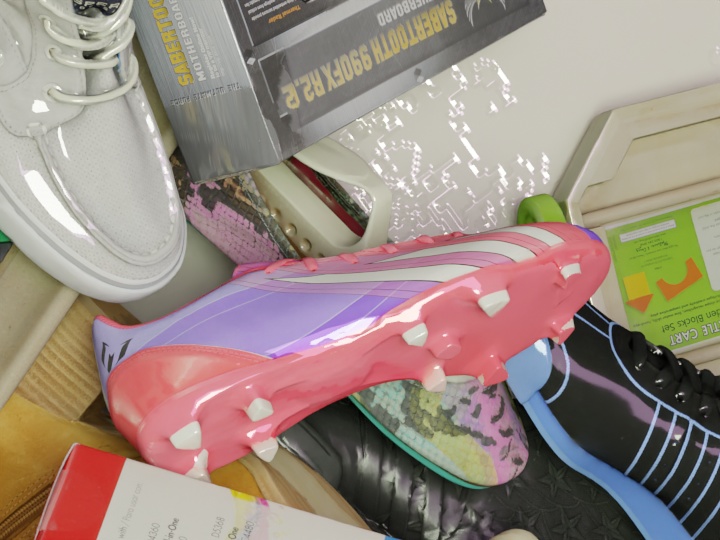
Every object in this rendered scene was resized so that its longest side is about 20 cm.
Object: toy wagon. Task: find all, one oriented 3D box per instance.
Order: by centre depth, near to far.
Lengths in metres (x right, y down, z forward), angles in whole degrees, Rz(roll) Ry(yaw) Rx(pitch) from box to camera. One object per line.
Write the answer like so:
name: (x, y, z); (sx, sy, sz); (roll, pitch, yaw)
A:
toy wagon: (0.156, 0.022, 1.268); (0.155, 0.040, 0.200); (-15, 90, -17)

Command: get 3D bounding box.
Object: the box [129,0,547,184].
box: (-0.019, -0.142, 1.164); (0.200, 0.048, 0.159); (-33, 107, -48)

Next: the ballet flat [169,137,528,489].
ballet flat: (0.000, 0.000, 1.175); (0.200, 0.071, 0.069); (45, 37, 13)

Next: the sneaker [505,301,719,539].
sneaker: (0.131, 0.063, 1.192); (0.078, 0.070, 0.200); (-32, 115, 22)

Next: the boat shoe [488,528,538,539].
boat shoe: (0.045, 0.194, 1.172); (0.071, 0.063, 0.200); (11, 125, 5)

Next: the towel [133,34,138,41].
towel: (-0.165, -0.094, 1.156); (0.147, 0.024, 0.200); (29, 97, -16)

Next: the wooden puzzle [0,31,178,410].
wooden puzzle: (-0.172, -0.066, 1.085); (0.200, 0.037, 0.185); (39, 61, -14)

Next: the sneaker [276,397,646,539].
sneaker: (0.032, 0.085, 1.217); (0.200, 0.060, 0.104); (44, 63, -3)

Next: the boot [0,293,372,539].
boot: (-0.087, 0.118, 1.147); (0.201, 0.071, 0.144); (42, 99, 11)

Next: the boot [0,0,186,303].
boot: (-0.109, -0.083, 1.053); (0.074, 0.096, 0.200); (-38, 101, -34)

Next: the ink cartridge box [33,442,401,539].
ink cartridge box: (-0.066, 0.139, 1.074); (0.200, 0.116, 0.067); (17, 36, -1)

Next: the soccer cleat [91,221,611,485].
soccer cleat: (-0.003, 0.015, 1.106); (0.200, 0.067, 0.077); (-23, 57, -14)
